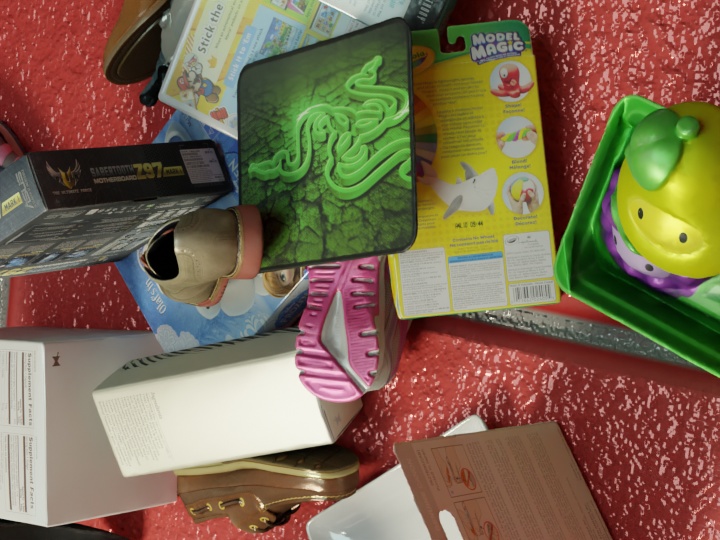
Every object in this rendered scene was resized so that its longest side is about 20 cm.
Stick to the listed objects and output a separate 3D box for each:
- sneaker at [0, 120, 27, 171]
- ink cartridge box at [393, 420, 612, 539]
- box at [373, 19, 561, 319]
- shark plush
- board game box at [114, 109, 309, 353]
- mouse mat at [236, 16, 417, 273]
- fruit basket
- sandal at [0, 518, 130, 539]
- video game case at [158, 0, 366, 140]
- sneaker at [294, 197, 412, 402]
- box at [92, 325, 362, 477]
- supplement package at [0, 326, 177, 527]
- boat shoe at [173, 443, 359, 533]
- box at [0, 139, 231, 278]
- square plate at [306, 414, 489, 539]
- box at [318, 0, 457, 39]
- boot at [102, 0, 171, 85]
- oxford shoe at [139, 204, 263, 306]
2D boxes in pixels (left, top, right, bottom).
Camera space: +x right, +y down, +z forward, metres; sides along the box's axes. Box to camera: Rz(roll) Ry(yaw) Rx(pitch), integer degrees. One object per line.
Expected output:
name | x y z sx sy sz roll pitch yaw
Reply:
sneaker | -0.330 -0.074 1.432 0.200 0.082 0.070 38 113 32
ink cartridge box | 0.096 0.184 1.011 0.050 0.199 0.162 -36 68 34
box | 0.072 -0.071 1.088 0.116 0.048 0.201 -5 88 1
shark plush | -0.115 -0.200 1.263 0.091 0.083 0.201 31 121 5
board game box | -0.118 -0.028 1.284 0.199 0.043 0.200 -49 62 31
mouse mat | -0.029 -0.084 1.110 0.199 0.007 0.162 -8 82 48
fruit basket | 0.207 -0.020 0.917 0.215 0.215 0.156 31 109 35
sandal | -0.283 0.236 1.326 0.075 0.199 0.045 0 80 47
video game case | -0.039 -0.181 1.179 0.181 0.023 0.201 27 110 6
sneaker | 0.000 0.000 1.159 0.081 0.088 0.201 6 83 20
box | -0.106 0.102 1.222 0.199 0.068 0.083 -11 105 25
supplement package | -0.281 0.128 1.351 0.199 0.151 0.152 0 92 39
boat shoe | -0.073 0.174 1.238 0.199 0.072 0.068 -6 93 45
box | -0.223 -0.045 1.213 0.157 0.199 0.051 -29 78 38
square plate | 0.065 0.237 1.149 0.198 0.028 0.201 -37 68 34
box | -0.020 -0.239 1.119 0.199 0.049 0.083 28 110 6
boot | -0.185 -0.273 1.310 0.155 0.076 0.200 47 116 26
oxford shoe | -0.135 -0.014 1.183 0.200 0.074 0.071 148 119 -66
